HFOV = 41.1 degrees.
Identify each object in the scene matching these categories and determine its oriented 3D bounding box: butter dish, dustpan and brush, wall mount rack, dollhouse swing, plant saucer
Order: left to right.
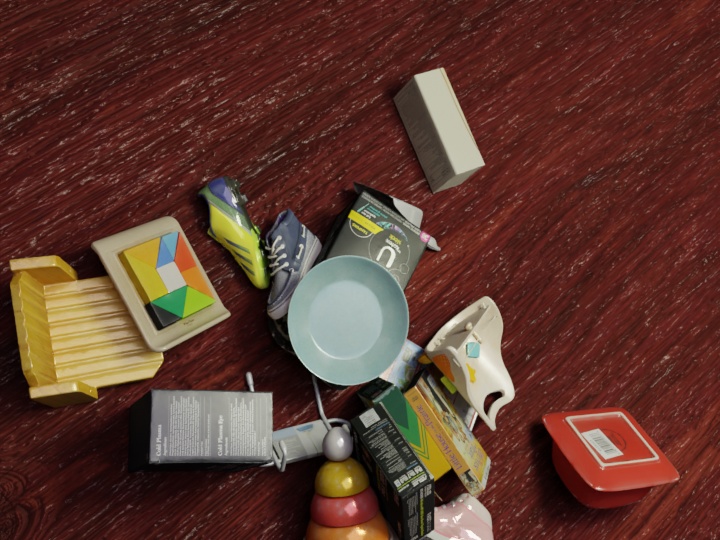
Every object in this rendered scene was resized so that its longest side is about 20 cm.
[{"bbox_3d":[-0.401,0.082,1.436,0.172,0.182,0.204,-11,77,-5],"label":"dollhouse swing"},{"bbox_3d":[-0.104,0.238,1.566,0.196,0.076,0.174,-9,41,-26],"label":"wall mount rack"},{"bbox_3d":[-0.022,0.079,1.533,0.197,0.039,0.206,0,89,-13],"label":"plant saucer"},{"bbox_3d":[0.081,-0.089,1.729,0.198,0.139,0.058,21,94,-36],"label":"dustpan and brush"},{"bbox_3d":[0.429,0.357,1.722,0.196,0.150,0.201,-1,33,-23],"label":"butter dish"}]

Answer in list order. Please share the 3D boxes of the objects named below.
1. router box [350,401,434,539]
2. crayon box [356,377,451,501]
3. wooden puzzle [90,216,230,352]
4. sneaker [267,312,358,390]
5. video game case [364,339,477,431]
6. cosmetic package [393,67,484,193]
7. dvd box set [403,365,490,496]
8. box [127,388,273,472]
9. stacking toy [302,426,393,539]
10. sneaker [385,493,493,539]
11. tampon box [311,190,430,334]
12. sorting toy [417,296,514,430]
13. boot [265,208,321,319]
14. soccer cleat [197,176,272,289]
[{"bbox_3d":[0.051,0.320,1.493,0.061,0.202,0.150,-28,56,-15],"label":"router box"},{"bbox_3d":[0.079,0.274,1.586,0.050,0.127,0.202,-35,97,-10],"label":"crayon box"},{"bbox_3d":[-0.308,0.014,1.520,0.202,0.037,0.184,57,35,3],"label":"wooden puzzle"},{"bbox_3d":[-0.081,0.128,1.610,0.077,0.089,0.200,-43,73,-7],"label":"sneaker"},{"bbox_3d":[0.118,0.222,1.692,0.198,0.017,0.145,31,65,-12],"label":"video game case"},{"bbox_3d":[0.145,-0.262,1.803,0.072,0.103,0.203,-20,84,-27],"label":"cosmetic package"},{"bbox_3d":[0.148,0.265,1.611,0.029,0.146,0.202,-34,89,14],"label":"dvd box set"},{"bbox_3d":[-0.241,0.241,1.430,0.179,0.200,0.106,4,74,-22],"label":"box"},{"bbox_3d":[-0.024,0.341,1.492,0.143,0.146,0.205,-7,100,-25],"label":"stacking toy"},{"bbox_3d":[0.133,0.420,1.613,0.197,0.076,0.106,18,53,-9],"label":"sneaker"},{"bbox_3d":[0.000,0.000,1.647,0.148,0.126,0.202,32,65,-10],"label":"tampon box"},{"bbox_3d":[0.202,0.178,1.679,0.182,0.106,0.200,55,35,-6],"label":"sorting toy"},{"bbox_3d":[-0.132,-0.012,1.595,0.091,0.072,0.201,48,34,-22],"label":"boot"},{"bbox_3d":[-0.211,-0.058,1.622,0.082,0.065,0.203,-23,90,6],"label":"soccer cleat"}]
